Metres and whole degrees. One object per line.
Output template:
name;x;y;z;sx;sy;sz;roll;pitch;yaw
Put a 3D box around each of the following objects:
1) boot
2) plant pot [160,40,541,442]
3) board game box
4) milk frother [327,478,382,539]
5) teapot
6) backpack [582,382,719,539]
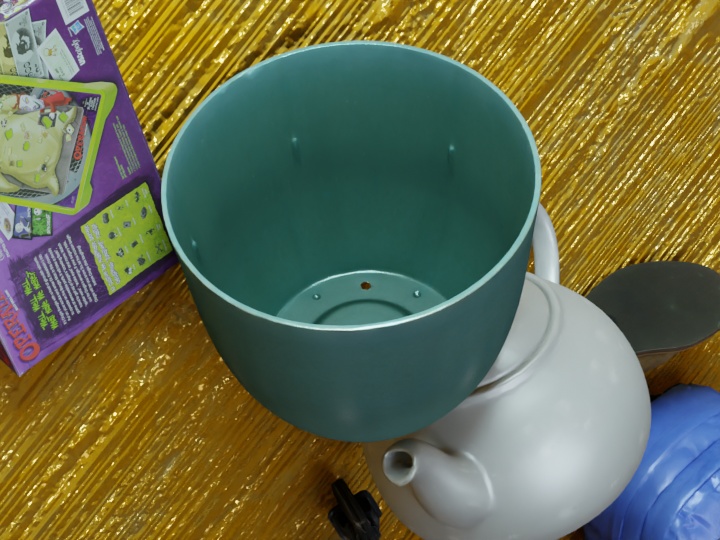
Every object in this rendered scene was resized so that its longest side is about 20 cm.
boot;0.179;0.054;1.447;0.200;0.074;0.076;-23;151;-26
plant pot;0.000;0.000;1.129;0.200;0.201;0.161;-35;147;-21
board game box;-0.167;-0.050;1.052;0.120;0.032;0.200;-39;138;-23
milk frother;-0.037;0.267;1.347;0.188;0.180;0.200;-32;93;-25
teapot;0.080;0.065;1.267;0.197;0.200;0.146;-30;124;-8
backpack;0.266;0.192;1.543;0.162;0.168;0.200;-40;135;-25
